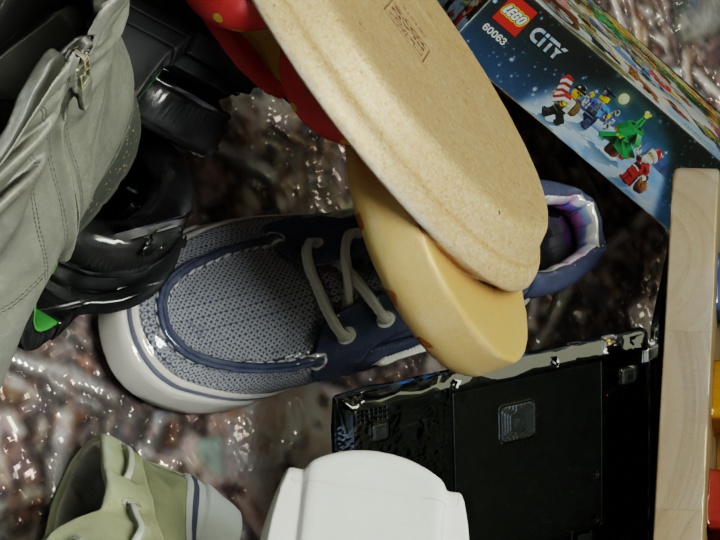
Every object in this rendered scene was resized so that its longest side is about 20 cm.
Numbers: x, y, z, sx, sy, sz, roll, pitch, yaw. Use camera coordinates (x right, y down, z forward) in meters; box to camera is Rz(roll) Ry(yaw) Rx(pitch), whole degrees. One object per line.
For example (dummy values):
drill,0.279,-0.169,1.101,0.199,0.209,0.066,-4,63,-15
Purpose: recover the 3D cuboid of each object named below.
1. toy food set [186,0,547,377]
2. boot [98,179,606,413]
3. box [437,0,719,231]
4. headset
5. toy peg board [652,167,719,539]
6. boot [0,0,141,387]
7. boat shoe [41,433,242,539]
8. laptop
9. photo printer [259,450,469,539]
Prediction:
toy food set,-0.001,-0.068,0.924,0.200,0.049,0.198,49,16,-23
boot,0.000,0.000,1.012,0.200,0.090,0.073,-14,83,-46
box,0.103,-0.075,1.130,0.200,0.038,0.137,38,15,-26
headset,-0.069,-0.040,0.939,0.094,0.124,0.200,28,29,4
toy peg board,0.169,0.091,1.042,0.200,0.098,0.199,68,26,-67
boot,-0.121,-0.009,0.761,0.068,0.131,0.200,26,71,3
boat shoe,-0.081,0.110,0.865,0.062,0.072,0.200,33,11,-8
laptop,0.063,0.094,1.029,0.200,0.103,0.177,-12,112,-23
photo printer,-0.015,0.178,0.857,0.069,0.200,0.167,9,52,-3
